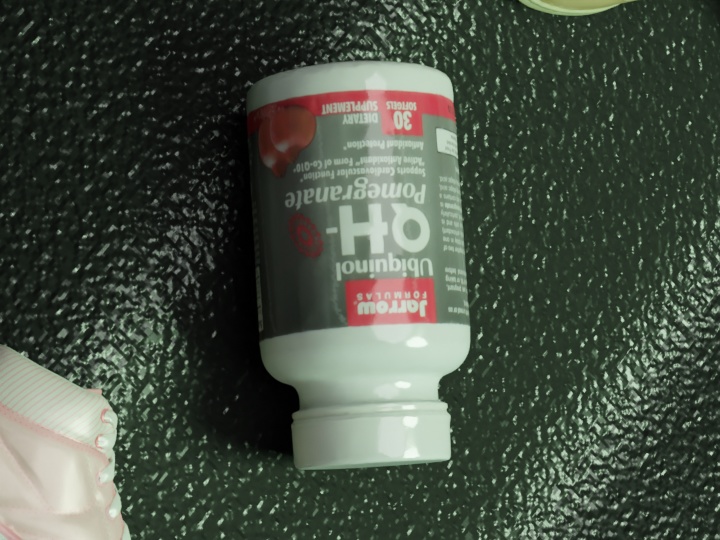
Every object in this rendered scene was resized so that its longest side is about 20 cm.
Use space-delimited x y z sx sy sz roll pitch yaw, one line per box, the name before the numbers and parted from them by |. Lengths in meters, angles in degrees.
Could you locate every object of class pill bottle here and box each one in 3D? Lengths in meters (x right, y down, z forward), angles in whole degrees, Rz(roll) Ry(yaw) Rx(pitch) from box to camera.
pill bottle | 0.000 0.000 1.098 0.110 0.110 0.202 0 82 -30

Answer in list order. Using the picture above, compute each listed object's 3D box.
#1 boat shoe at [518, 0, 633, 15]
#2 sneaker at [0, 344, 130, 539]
boat shoe | 0.173 -0.198 1.254 0.199 0.066 0.075 -15 90 -31
sneaker | -0.132 0.120 1.023 0.200 0.075 0.105 46 69 -12
